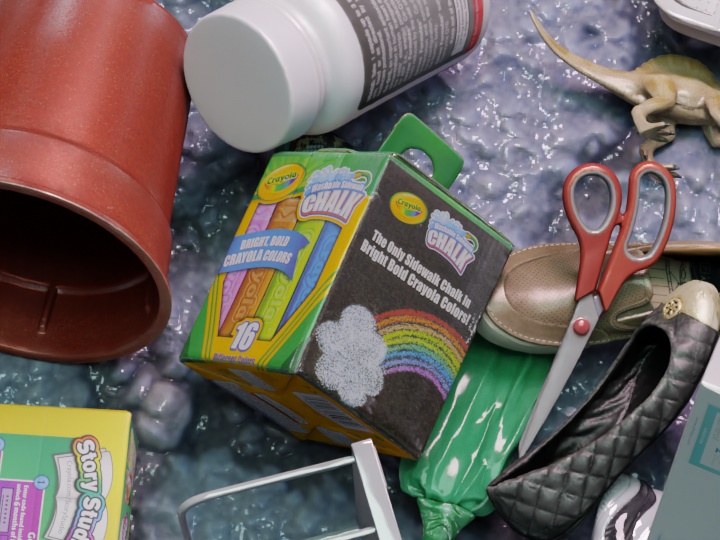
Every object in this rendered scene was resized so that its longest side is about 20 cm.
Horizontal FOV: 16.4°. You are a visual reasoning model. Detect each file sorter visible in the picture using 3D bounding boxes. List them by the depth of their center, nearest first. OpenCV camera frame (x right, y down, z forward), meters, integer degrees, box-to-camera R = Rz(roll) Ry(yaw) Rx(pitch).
[{"bbox_3d":[-0.023,0.230,1.494,0.124,0.139,0.200,-15,65,-5],"label":"file sorter"}]

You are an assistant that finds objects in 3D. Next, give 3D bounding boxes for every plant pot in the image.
[{"bbox_3d":[-0.198,-0.076,1.620,0.201,0.201,0.195,10,57,4],"label":"plant pot"}]

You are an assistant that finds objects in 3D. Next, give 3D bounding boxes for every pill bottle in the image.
[{"bbox_3d":[-0.016,-0.159,1.657,0.114,0.114,0.200,43,46,18],"label":"pill bottle"}]

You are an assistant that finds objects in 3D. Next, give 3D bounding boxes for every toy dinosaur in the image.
[{"bbox_3d":[0.208,-0.116,1.719,0.200,0.058,0.101,9,49,-5],"label":"toy dinosaur"}]

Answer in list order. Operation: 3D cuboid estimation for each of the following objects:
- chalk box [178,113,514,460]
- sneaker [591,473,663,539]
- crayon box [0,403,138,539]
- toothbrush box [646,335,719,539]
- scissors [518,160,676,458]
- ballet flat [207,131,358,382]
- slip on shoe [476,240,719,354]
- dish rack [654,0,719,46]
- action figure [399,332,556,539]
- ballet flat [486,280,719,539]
[{"bbox_3d":[0.000,0.000,1.574,0.124,0.125,0.200,3,63,50],"label":"chalk box"},{"bbox_3d":[0.190,0.224,1.532,0.115,0.075,0.200,9,61,7],"label":"sneaker"},{"bbox_3d":[-0.235,0.183,1.558,0.172,0.058,0.200,4,64,0],"label":"crayon box"},{"bbox_3d":[0.251,0.080,1.526,0.085,0.146,0.200,20,40,9],"label":"toothbrush box"},{"bbox_3d":[0.150,0.026,1.574,0.073,0.014,0.200,11,89,-4],"label":"scissors"},{"bbox_3d":[-0.046,-0.009,1.651,0.074,0.074,0.200,16,68,7],"label":"ballet flat"},{"bbox_3d":[0.168,0.012,1.612,0.200,0.061,0.076,2,63,-19],"label":"slip on shoe"},{"bbox_3d":[0.310,-0.200,1.745,0.200,0.044,0.172,18,53,8],"label":"dish rack"},{"bbox_3d":[0.074,0.091,1.607,0.118,0.055,0.200,18,61,6],"label":"action figure"},{"bbox_3d":[0.158,0.084,1.555,0.057,0.066,0.200,42,81,-24],"label":"ballet flat"}]
